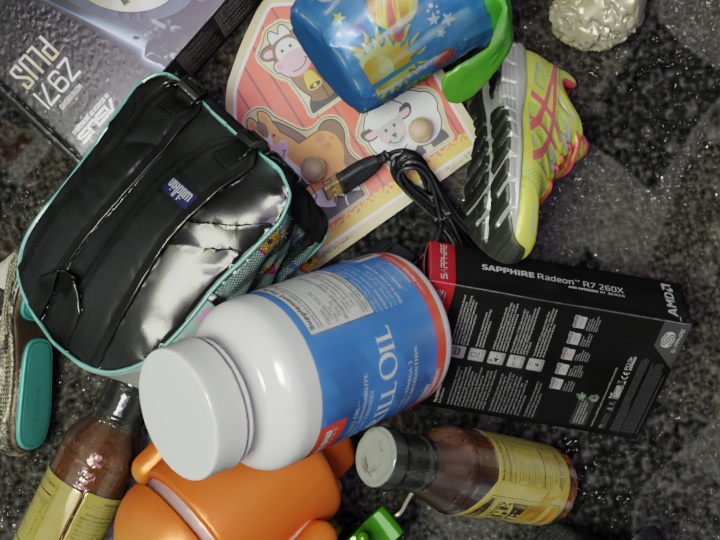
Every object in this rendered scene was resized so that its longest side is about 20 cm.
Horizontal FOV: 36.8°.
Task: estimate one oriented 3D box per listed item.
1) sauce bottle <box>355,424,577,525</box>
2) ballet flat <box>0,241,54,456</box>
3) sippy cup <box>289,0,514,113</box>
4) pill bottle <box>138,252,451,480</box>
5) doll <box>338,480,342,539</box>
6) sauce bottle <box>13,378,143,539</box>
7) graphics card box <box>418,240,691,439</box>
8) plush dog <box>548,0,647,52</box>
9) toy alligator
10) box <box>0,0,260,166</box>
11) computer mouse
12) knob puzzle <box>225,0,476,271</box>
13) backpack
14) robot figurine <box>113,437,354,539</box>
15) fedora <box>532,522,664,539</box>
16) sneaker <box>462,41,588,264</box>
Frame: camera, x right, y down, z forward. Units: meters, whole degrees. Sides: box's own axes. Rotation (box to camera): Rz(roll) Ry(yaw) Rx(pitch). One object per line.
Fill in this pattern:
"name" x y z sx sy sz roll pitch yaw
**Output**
"sauce bottle" 0.079 0.147 0.785 0.198 0.066 0.067 17 89 -39
"ballet flat" -0.267 0.041 0.848 0.074 0.068 0.204 14 91 23
"sippy cup" 0.022 -0.192 0.798 0.130 0.178 0.140 -40 110 -6
"pill bottle" -0.041 0.064 0.710 0.198 0.112 0.114 -19 89 -41
"doll" -0.049 0.226 0.847 0.198 0.048 0.138 29 85 4
"sauce bottle" -0.212 0.167 0.834 0.065 0.066 0.202 28 88 1
"graphics card box" 0.131 0.055 0.809 0.196 0.051 0.127 9 128 -3
"plush dog" 0.140 -0.287 0.817 0.169 0.160 0.203 16 90 24
"toy alligator" -0.008 0.212 0.795 0.199 0.054 0.060 -40 85 -2
"box" -0.200 -0.203 0.834 0.164 0.086 0.200 43 90 0
"computer mouse" 0.000 0.000 0.836 0.199 0.046 0.141 -34 104 -1
"knob puzzle" -0.022 -0.133 0.860 0.215 0.030 0.224 0 89 1
"backpack" -0.139 -0.013 0.787 0.175 0.154 0.200 41 84 22
"robot figurine" -0.094 0.167 0.775 0.199 0.117 0.144 -40 91 -25
"fedora" 0.146 0.265 0.809 0.091 0.200 0.203 27 89 31
"sneaker" 0.131 -0.090 0.807 0.089 0.078 0.203 17 57 -13
